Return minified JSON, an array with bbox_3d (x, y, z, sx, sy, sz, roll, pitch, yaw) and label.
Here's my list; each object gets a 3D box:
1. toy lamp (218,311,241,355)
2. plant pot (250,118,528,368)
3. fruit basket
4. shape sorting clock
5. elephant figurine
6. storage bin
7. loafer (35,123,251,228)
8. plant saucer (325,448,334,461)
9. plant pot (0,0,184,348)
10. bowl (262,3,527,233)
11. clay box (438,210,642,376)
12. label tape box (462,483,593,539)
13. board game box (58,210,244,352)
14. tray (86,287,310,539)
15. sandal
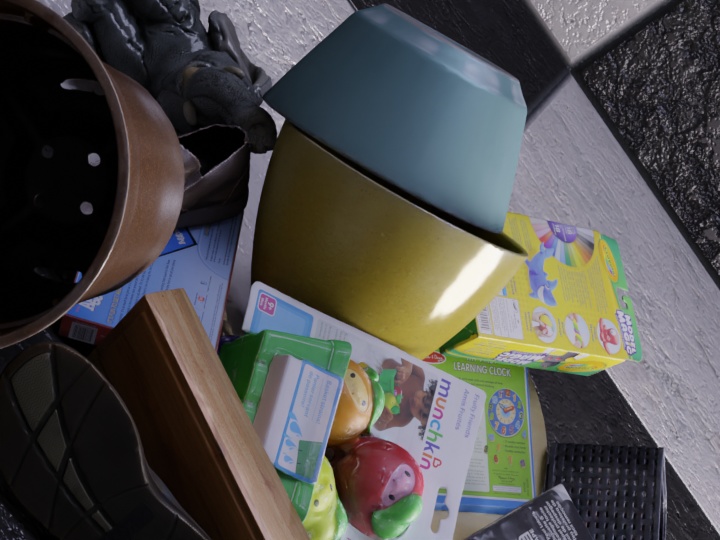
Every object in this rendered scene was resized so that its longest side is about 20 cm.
[{"bbox_3d":[-0.119,-0.006,1.540,0.058,0.058,0.200,34,28,-50],"label":"toy lamp"},{"bbox_3d":[0.000,0.000,1.516,0.200,0.142,0.200,29,8,-5],"label":"plant pot"},{"bbox_3d":[-0.010,0.125,1.407,0.200,0.094,0.186,25,65,-20],"label":"fruit basket"},{"bbox_3d":[0.072,0.119,1.619,0.200,0.039,0.200,14,70,-41],"label":"shape sorting clock"},{"bbox_3d":[-0.132,-0.142,1.617,0.200,0.142,0.155,48,33,8],"label":"elephant figurine"},{"bbox_3d":[0.193,0.250,1.678,0.135,0.094,0.200,74,22,-60],"label":"storage bin"},{"bbox_3d":[-0.150,-0.065,1.447,0.073,0.071,0.200,34,32,25],"label":"loafer"},{"bbox_3d":[-0.014,0.152,1.529,0.200,0.034,0.200,55,18,-27],"label":"plant saucer"},{"bbox_3d":[-0.200,-0.057,1.220,0.200,0.200,0.198,57,10,5],"label":"plant pot"},{"bbox_3d":[0.041,-0.120,1.521,0.201,0.105,0.201,29,9,-5],"label":"bowl"},{"bbox_3d":[0.137,0.018,1.662,0.200,0.048,0.115,11,61,-43],"label":"clay box"},{"bbox_3d":[0.103,0.258,1.497,0.200,0.063,0.144,-23,81,-45],"label":"label tape box"},{"bbox_3d":[-0.139,-0.001,1.438,0.103,0.019,0.200,17,29,-7],"label":"board game box"},{"bbox_3d":[-0.102,0.122,1.279,0.037,0.099,0.200,-10,64,-45],"label":"tray"},{"bbox_3d":[-0.144,0.126,1.213,0.200,0.082,0.055,52,-2,-21],"label":"sandal"}]
